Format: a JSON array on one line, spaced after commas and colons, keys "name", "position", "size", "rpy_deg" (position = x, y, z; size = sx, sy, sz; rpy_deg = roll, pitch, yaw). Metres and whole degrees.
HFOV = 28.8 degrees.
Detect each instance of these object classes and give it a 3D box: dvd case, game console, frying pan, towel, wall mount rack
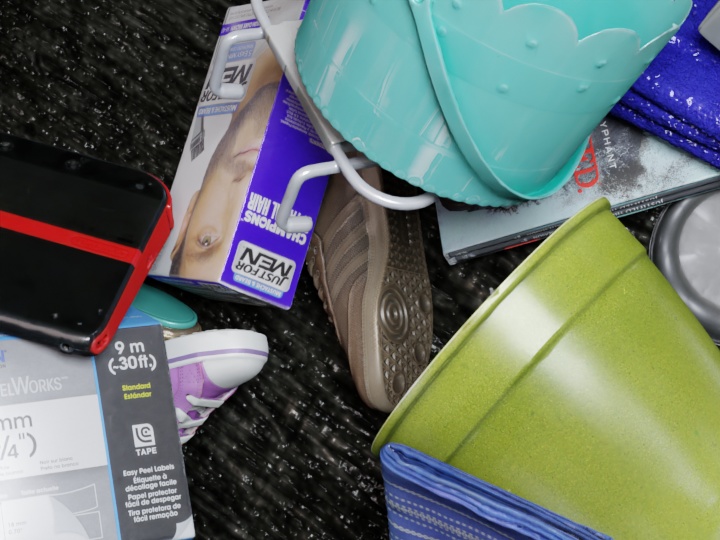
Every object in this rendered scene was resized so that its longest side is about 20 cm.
[{"name": "dvd case", "position": [0.139, -0.096, 0.914], "size": [0.197, 0.022, 0.148], "rpy_deg": [-15, 61, 15]}, {"name": "game console", "position": [-0.231, -0.025, 0.895], "size": [0.197, 0.031, 0.178], "rpy_deg": [15, 40, 3]}, {"name": "frying pan", "position": [0.237, -0.048, 0.880], "size": [0.113, 0.031, 0.193], "rpy_deg": [-2, 78, 16]}, {"name": "towel", "position": [0.076, 0.186, 0.793], "size": [0.143, 0.202, 0.024], "rpy_deg": [22, 52, 25]}, {"name": "wall mount rack", "position": [0.008, -0.095, 0.861], "size": [0.172, 0.075, 0.201], "rpy_deg": [-10, 54, -28]}, {"name": "towel", "position": [0.243, -0.161, 0.865], "size": [0.147, 0.050, 0.201], "rpy_deg": [30, 71, 24]}]

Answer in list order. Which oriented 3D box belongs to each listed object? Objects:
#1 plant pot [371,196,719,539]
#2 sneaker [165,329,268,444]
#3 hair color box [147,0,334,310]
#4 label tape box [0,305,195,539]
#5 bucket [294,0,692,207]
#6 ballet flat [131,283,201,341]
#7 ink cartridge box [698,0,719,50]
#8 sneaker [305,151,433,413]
[{"name": "plant pot", "position": [0.142, 0.098, 0.799], "size": [0.193, 0.200, 0.201], "rpy_deg": [43, 93, 12]}, {"name": "sneaker", "position": [-0.137, 0.117, 0.948], "size": [0.199, 0.072, 0.116], "rpy_deg": [-25, 70, 24]}, {"name": "hair color box", "position": [-0.070, -0.081, 0.952], "size": [0.109, 0.064, 0.203], "rpy_deg": [4, 77, 54]}, {"name": "label tape box", "position": [-0.192, 0.078, 0.859], "size": [0.142, 0.063, 0.203], "rpy_deg": [-5, 77, -28]}, {"name": "bucket", "position": [0.068, -0.144, 0.786], "size": [0.208, 0.206, 0.135], "rpy_deg": [51, 131, 23]}, {"name": "ballet flat", "position": [-0.198, 0.027, 0.999], "size": [0.198, 0.068, 0.073], "rpy_deg": [27, 106, 23]}, {"name": "ink cartridge box", "position": [0.314, -0.175, 0.804], "size": [0.145, 0.083, 0.200], "rpy_deg": [40, 73, 3]}, {"name": "sneaker", "position": [0.000, 0.000, 0.939], "size": [0.075, 0.070, 0.203], "rpy_deg": [-14, 66, 33]}]
